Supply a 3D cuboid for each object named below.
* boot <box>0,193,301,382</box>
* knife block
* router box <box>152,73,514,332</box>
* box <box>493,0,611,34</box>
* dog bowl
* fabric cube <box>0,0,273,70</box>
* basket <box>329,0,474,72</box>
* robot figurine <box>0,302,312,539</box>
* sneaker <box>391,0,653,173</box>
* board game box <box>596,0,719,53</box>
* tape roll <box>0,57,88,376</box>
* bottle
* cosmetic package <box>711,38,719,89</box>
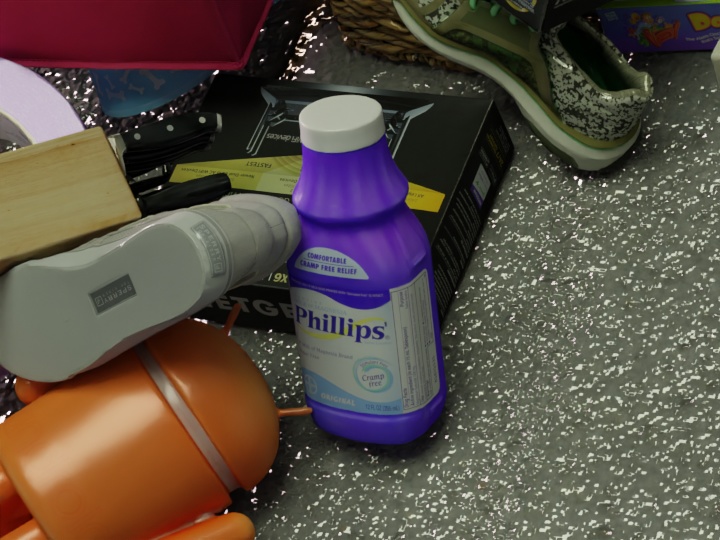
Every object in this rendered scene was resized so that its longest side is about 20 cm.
[{"bbox_3d":[-0.121,0.009,1.637,0.200,0.074,0.096,-17,1,42],"label":"boot"},{"bbox_3d":[-0.171,-0.042,1.683,0.176,0.200,0.064,-30,75,16],"label":"knife block"},{"bbox_3d":[-0.025,-0.039,1.778,0.200,0.052,0.157,8,57,27],"label":"router box"},{"bbox_3d":[0.125,-0.231,1.742,0.200,0.044,0.160,-26,53,-35],"label":"box"},{"bbox_3d":[-0.100,-0.179,1.892,0.200,0.050,0.111,-40,25,-18],"label":"dog bowl"},{"bbox_3d":[-0.155,-0.263,1.796,0.196,0.199,0.200,1,49,24],"label":"fabric cube"},{"bbox_3d":[0.064,-0.246,1.843,0.143,0.149,0.200,15,59,31],"label":"basket"},{"bbox_3d":[-0.130,0.106,1.667,0.200,0.117,0.144,-34,32,-4],"label":"robot figurine"},{"bbox_3d":[0.102,-0.151,1.731,0.200,0.089,0.077,39,59,-1],"label":"sneaker"},{"bbox_3d":[0.258,-0.203,1.797,0.200,0.045,0.135,-1,53,22],"label":"board game box"},{"bbox_3d":[-0.254,-0.034,1.818,0.200,0.066,0.200,-3,71,8],"label":"tape roll"},{"bbox_3d":[0.000,0.000,1.638,0.083,0.200,0.065,10,32,28],"label":"bottle"},{"bbox_3d":[0.315,-0.107,1.659,0.200,0.103,0.087,12,58,31],"label":"cosmetic package"}]
